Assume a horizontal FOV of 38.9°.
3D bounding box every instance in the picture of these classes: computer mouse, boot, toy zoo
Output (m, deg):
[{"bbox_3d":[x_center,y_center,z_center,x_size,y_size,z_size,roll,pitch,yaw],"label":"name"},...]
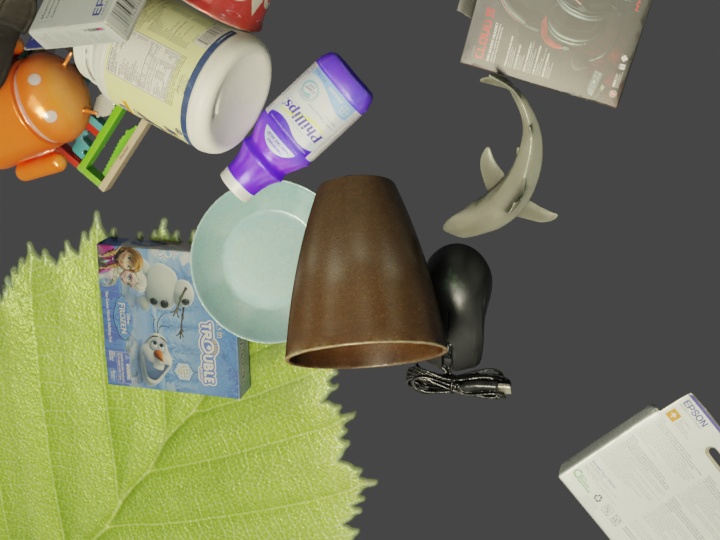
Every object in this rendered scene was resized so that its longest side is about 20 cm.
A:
[{"bbox_3d":[0.117,0.069,1.245,0.137,0.053,0.203,4,108,16],"label":"computer mouse"},{"bbox_3d":[-0.463,-0.311,1.226,0.068,0.201,0.189,16,120,-38],"label":"boot"},{"bbox_3d":[-0.371,-0.216,1.315,0.200,0.020,0.132,40,114,1],"label":"toy zoo"}]

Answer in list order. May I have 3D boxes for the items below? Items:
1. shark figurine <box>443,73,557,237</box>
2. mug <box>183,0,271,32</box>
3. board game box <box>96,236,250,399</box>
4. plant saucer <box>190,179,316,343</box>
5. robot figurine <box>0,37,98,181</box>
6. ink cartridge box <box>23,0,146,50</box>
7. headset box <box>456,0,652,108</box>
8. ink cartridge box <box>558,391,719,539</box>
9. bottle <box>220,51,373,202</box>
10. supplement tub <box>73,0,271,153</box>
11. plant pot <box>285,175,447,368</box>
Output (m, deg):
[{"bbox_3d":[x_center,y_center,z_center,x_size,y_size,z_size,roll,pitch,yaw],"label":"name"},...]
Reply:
[{"bbox_3d":[0.171,-0.112,1.142,0.127,0.090,0.217,16,121,8],"label":"shark figurine"},{"bbox_3d":[-0.122,-0.378,1.114,0.132,0.178,0.201,23,110,-22],"label":"mug"},{"bbox_3d":[-0.248,0.062,1.356,0.196,0.043,0.203,4,108,14],"label":"board game box"},{"bbox_3d":[-0.112,-0.012,1.271,0.198,0.039,0.204,0,94,-7],"label":"plant saucer"},{"bbox_3d":[-0.419,-0.199,1.260,0.198,0.117,0.145,-17,57,21],"label":"robot figurine"},{"bbox_3d":[-0.296,-0.344,1.143,0.198,0.043,0.198,6,69,38],"label":"ink cartridge box"},{"bbox_3d":[0.204,-0.277,1.094,0.198,0.075,0.150,19,112,10],"label":"headset box"},{"bbox_3d":[0.378,0.266,1.237,0.199,0.041,0.200,-38,94,23],"label":"ink cartridge box"},{"bbox_3d":[-0.079,-0.164,1.200,0.200,0.065,0.084,-41,92,10],"label":"bottle"},{"bbox_3d":[-0.218,-0.239,1.186,0.199,0.145,0.146,29,114,18],"label":"supplement tub"},{"bbox_3d":[0.000,0.000,1.182,0.185,0.187,0.203,-9,76,19],"label":"plant pot"}]
